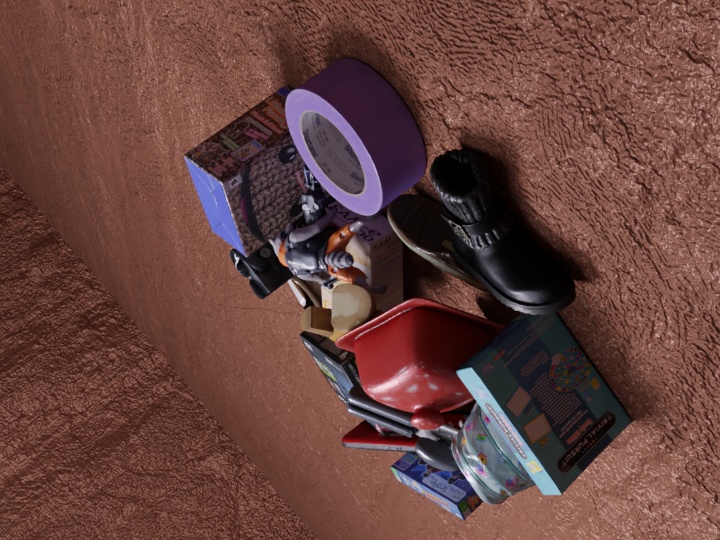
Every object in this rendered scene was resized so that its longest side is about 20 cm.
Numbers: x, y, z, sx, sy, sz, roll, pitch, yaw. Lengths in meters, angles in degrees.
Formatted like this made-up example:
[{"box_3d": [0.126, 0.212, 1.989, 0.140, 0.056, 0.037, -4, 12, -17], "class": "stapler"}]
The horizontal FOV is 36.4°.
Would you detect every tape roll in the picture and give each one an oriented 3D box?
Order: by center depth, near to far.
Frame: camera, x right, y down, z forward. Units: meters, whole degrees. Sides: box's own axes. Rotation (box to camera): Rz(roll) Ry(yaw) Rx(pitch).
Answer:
[{"box_3d": [-0.008, -0.181, 1.494, 0.200, 0.085, 0.200, 44, 157, 24], "class": "tape roll"}]

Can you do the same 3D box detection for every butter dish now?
[{"box_3d": [0.090, 0.141, 1.469, 0.199, 0.149, 0.200, 19, 149, -31], "class": "butter dish"}]

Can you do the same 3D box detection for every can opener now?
[{"box_3d": [0.067, 0.234, 1.656, 0.199, 0.067, 0.053, 24, 136, 17], "class": "can opener"}]

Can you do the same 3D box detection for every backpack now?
[{"box_3d": [0.212, 0.251, 1.570, 0.167, 0.127, 0.200, 45, -167, 8], "class": "backpack"}]

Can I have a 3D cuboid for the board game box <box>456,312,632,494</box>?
[{"box_3d": [0.239, 0.164, 1.423, 0.200, 0.151, 0.047, 55, 154, -5], "class": "board game box"}]

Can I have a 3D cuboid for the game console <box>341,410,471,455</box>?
[{"box_3d": [0.100, 0.294, 1.798, 0.199, 0.172, 0.119, -5, 107, 40], "class": "game console"}]

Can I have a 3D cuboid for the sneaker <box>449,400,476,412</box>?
[{"box_3d": [0.105, 0.211, 1.850, 0.199, 0.071, 0.113, 27, 151, 18], "class": "sneaker"}]

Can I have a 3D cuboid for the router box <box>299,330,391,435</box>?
[{"box_3d": [-0.010, 0.169, 1.800, 0.150, 0.062, 0.200, 60, 166, -21], "class": "router box"}]

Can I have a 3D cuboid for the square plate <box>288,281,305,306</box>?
[{"box_3d": [-0.097, -0.001, 2.035, 0.200, 0.028, 0.199, 17, 139, 56], "class": "square plate"}]

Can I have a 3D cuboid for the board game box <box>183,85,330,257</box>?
[{"box_3d": [-0.143, -0.150, 1.658, 0.097, 0.200, 0.160, 35, 153, 36], "class": "board game box"}]

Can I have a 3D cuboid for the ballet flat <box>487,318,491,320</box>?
[{"box_3d": [0.214, 0.119, 1.558, 0.200, 0.069, 0.063, 45, 130, 12], "class": "ballet flat"}]

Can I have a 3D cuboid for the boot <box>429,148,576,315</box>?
[{"box_3d": [0.169, -0.047, 1.341, 0.211, 0.079, 0.158, 34, 152, 41], "class": "boot"}]

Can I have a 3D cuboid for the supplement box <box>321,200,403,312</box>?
[{"box_3d": [0.000, 0.000, 1.717, 0.126, 0.073, 0.201, 32, 139, 37], "class": "supplement box"}]

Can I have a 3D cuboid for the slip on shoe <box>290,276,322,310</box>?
[{"box_3d": [-0.073, 0.064, 1.963, 0.076, 0.061, 0.201, 33, 152, 38], "class": "slip on shoe"}]

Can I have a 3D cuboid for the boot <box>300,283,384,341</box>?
[{"box_3d": [0.016, 0.069, 1.594, 0.201, 0.143, 0.071, -20, 64, 58], "class": "boot"}]

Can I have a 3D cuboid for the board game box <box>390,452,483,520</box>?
[{"box_3d": [0.159, 0.338, 1.885, 0.200, 0.135, 0.035, 20, 143, 57], "class": "board game box"}]

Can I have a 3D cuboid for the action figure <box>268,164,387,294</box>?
[{"box_3d": [-0.058, -0.050, 1.602, 0.193, 0.104, 0.201, 1, 113, 40], "class": "action figure"}]

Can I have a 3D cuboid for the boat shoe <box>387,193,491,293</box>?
[{"box_3d": [0.116, -0.028, 1.506, 0.200, 0.072, 0.076, 41, 169, 28], "class": "boat shoe"}]

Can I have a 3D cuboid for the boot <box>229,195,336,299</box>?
[{"box_3d": [-0.129, -0.069, 1.754, 0.165, 0.200, 0.066, 46, 158, 16], "class": "boot"}]
